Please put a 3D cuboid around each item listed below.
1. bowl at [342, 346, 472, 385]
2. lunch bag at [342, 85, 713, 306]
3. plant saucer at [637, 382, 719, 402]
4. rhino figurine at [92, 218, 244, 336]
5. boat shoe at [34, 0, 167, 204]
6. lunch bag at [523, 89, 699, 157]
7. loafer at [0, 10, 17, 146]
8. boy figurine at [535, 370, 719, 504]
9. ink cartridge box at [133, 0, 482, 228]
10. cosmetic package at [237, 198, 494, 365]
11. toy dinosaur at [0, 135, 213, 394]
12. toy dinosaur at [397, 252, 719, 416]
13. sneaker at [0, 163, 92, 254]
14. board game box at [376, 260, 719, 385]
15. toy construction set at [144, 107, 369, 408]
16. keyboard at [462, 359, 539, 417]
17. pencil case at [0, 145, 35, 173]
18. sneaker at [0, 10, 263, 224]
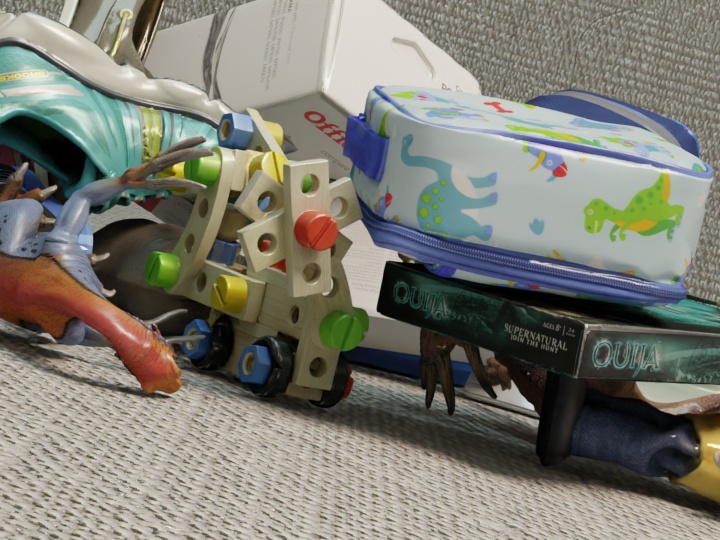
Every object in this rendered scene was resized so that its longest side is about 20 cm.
[{"bbox_3d":[0.004,0.031,1.668,0.200,0.040,0.201,15,3,-1],"label":"bowl"},{"bbox_3d":[0.074,-0.039,1.275,0.160,0.083,0.200,12,7,-9],"label":"lunch bag"},{"bbox_3d":[0.208,0.084,1.565,0.199,0.050,0.200,14,3,-1],"label":"plant saucer"},{"bbox_3d":[-0.119,0.000,1.454,0.087,0.060,0.200,1,7,-34],"label":"rhino figurine"},{"bbox_3d":[-0.146,-0.114,1.506,0.060,0.202,0.072,5,-34,3],"label":"boat shoe"},{"bbox_3d":[0.144,-0.015,1.760,0.135,0.201,0.132,21,23,28],"label":"lunch bag"},{"bbox_3d":[-0.217,-0.117,1.529,0.075,0.069,0.200,22,10,8],"label":"loafer"},{"bbox_3d":[0.187,0.087,1.286,0.199,0.065,0.124,10,3,2],"label":"boy figurine"},{"bbox_3d":[-0.048,-0.087,1.567,0.199,0.085,0.146,-15,-34,36],"label":"ink cartridge box"},{"bbox_3d":[0.000,0.000,1.536,0.199,0.083,0.051,9,-27,3],"label":"cosmetic package"},{"bbox_3d":[-0.143,0.019,1.227,0.199,0.105,0.182,-22,17,3],"label":"toy dinosaur"},{"bbox_3d":[0.106,0.053,1.410,0.199,0.086,0.135,27,14,22],"label":"toy dinosaur"},{"bbox_3d":[-0.210,-0.025,1.407,0.078,0.070,0.200,14,2,-28],"label":"sneaker"},{"bbox_3d":[0.125,0.028,1.281,0.199,0.028,0.135,5,9,-44],"label":"board game box"},{"bbox_3d":[-0.043,-0.008,1.291,0.092,0.132,0.200,13,4,-18],"label":"toy construction set"},{"bbox_3d":[0.122,0.015,1.590,0.056,0.011,0.200,20,47,12],"label":"keyboard"},{"bbox_3d":[-0.283,-0.056,1.519,0.199,0.087,0.083,13,25,-39],"label":"pencil case"},{"bbox_3d":[-0.131,-0.062,1.417,0.199,0.080,0.077,23,-34,-22],"label":"sneaker"}]
